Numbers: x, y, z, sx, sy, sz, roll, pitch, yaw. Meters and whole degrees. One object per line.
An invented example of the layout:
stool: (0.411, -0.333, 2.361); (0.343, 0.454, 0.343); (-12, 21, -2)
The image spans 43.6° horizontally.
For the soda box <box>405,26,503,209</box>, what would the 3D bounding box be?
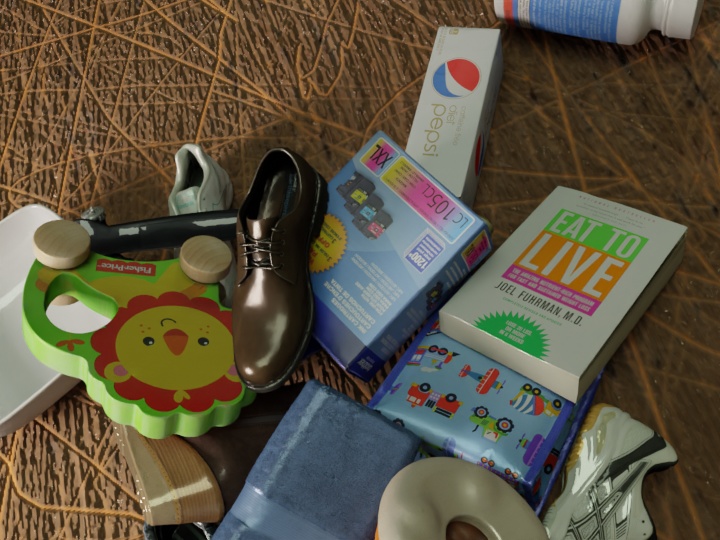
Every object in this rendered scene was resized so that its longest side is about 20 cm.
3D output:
soda box: (0.093, -0.148, 0.908); (0.067, 0.064, 0.202); (8, 66, 17)

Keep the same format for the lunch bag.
lunch bag: (0.122, 0.088, 0.780); (0.150, 0.094, 0.201); (22, 62, 25)

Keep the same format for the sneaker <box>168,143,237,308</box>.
sneaker: (-0.166, -0.037, 0.908); (0.070, 0.080, 0.202); (-13, 63, 5)

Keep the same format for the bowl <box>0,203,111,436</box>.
bowl: (-0.337, 0.054, 0.907); (0.200, 0.075, 0.200); (-42, 63, -8)

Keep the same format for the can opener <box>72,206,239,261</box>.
can opener: (-0.196, -0.032, 0.856); (0.198, 0.079, 0.063); (-12, 17, 3)

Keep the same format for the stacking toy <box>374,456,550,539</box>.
stacking toy: (0.040, 0.248, 0.674); (0.145, 0.200, 0.147); (21, 39, -18)

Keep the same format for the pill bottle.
pill bottle: (0.245, -0.292, 0.916); (0.198, 0.112, 0.113); (17, 69, 20)

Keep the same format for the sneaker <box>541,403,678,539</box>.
sneaker: (0.184, 0.207, 0.706); (0.087, 0.076, 0.201); (25, 77, 14)

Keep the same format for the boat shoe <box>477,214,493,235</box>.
boat shoe: (0.028, -0.019, 0.862); (0.198, 0.074, 0.067); (-2, 70, 20)

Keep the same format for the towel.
towel: (-0.043, 0.192, 0.696); (0.111, 0.049, 0.201); (31, 83, -2)

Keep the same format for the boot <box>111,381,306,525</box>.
boot: (-0.126, 0.121, 0.779); (0.165, 0.073, 0.201); (-12, 49, -24)

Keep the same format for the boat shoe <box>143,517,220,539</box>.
boat shoe: (-0.100, 0.268, 0.734); (0.200, 0.091, 0.071); (34, 76, 25)

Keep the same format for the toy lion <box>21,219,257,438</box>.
toy lion: (-0.181, 0.052, 0.749); (0.198, 0.069, 0.193); (7, 43, -13)

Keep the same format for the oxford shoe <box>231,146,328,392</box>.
oxford shoe: (-0.077, -0.005, 0.721); (0.072, 0.084, 0.202); (-2, 71, 16)

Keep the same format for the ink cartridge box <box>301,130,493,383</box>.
ink cartridge box: (0.000, 0.000, 0.785); (0.200, 0.076, 0.136); (-47, 67, 0)

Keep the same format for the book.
book: (0.178, 0.012, 0.785); (0.133, 0.048, 0.200); (26, 52, 29)
